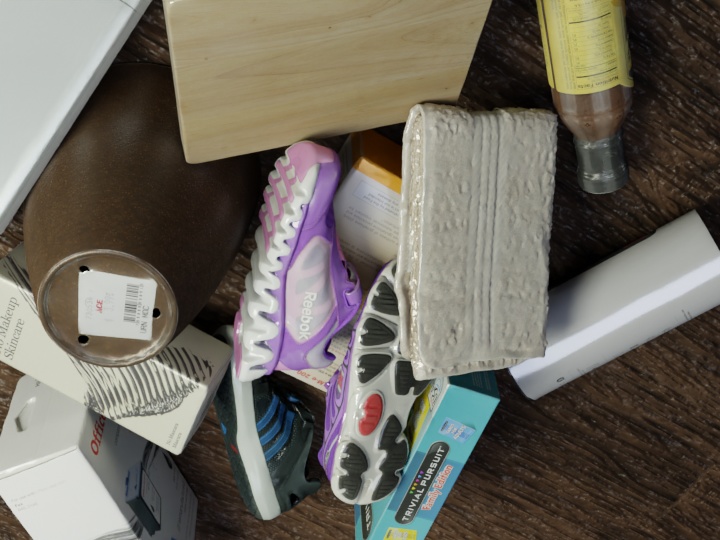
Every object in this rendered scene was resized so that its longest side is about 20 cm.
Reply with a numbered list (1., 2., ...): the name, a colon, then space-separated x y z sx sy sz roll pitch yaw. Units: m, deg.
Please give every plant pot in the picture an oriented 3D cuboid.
1. plant pot: -0.168 -0.026 0.808 0.185 0.201 0.189 -1 121 -2

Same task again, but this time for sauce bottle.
1. sauce bottle: 0.170 -0.154 0.828 0.064 0.065 0.201 -12 123 5

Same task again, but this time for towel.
1. towel: 0.088 -0.022 0.826 0.131 0.034 0.202 -4 102 -33

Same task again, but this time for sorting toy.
1. sorting toy: -0.026 -0.160 0.711 0.198 0.070 0.199 -13 161 -10

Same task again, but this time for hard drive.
1. hard drive: -0.250 -0.146 0.767 0.131 0.027 0.201 34 94 4

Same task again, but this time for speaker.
1. speaker: 0.213 0.030 0.931 0.199 0.081 0.081 -30 118 15

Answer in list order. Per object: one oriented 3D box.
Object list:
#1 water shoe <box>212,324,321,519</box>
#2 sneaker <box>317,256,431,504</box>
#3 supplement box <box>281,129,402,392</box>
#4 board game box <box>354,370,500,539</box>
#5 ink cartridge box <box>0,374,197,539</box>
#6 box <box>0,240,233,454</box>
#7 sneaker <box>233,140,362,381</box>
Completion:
1. water shoe: -0.084 0.127 0.995 0.078 0.071 0.202 -21 122 -23
2. sneaker: 0.004 0.079 0.865 0.080 0.083 0.202 11 104 -33
3. supplement box: 0.000 0.000 0.905 0.125 0.074 0.201 27 115 -17
4. board game box: 0.048 0.133 0.943 0.046 0.151 0.201 17 119 -12
5. ink cartridge box: -0.224 0.193 0.968 0.085 0.147 0.201 -19 121 7
6. box: -0.211 0.061 0.905 0.199 0.068 0.083 26 119 1
7. sneaker: -0.036 -0.002 0.821 0.088 0.081 0.202 8 123 -13
